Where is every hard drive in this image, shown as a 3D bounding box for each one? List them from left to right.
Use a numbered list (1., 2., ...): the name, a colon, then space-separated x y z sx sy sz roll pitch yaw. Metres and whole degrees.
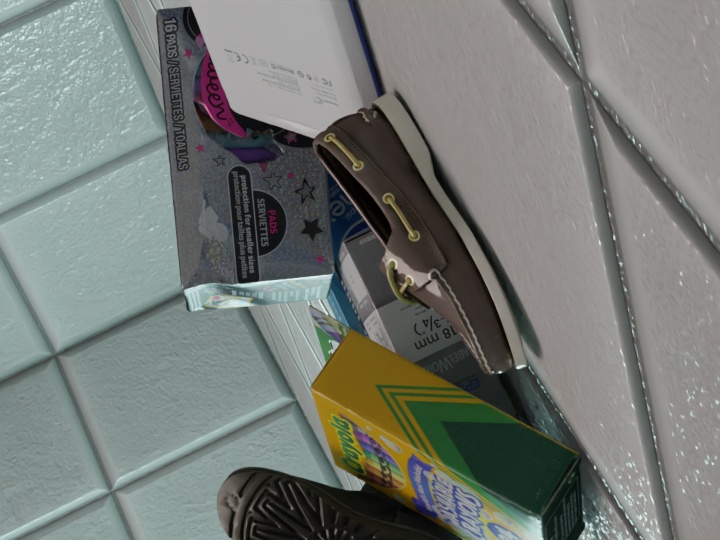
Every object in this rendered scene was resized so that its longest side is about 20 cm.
1. hard drive: -0.057 -0.167 1.286 0.131 0.025 0.201 20 147 33

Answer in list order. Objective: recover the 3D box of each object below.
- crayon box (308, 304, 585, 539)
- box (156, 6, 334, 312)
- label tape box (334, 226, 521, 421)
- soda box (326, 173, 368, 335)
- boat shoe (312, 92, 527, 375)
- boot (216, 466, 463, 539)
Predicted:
1. crayon box: 0.044 0.112 1.274 0.199 0.052 0.126 29 159 21
2. box: -0.081 -0.081 1.456 0.132 0.114 0.202 112 151 -81
3. label tape box: 0.052 0.066 1.398 0.144 0.063 0.201 115 130 -83
4. soda box: 0.000 0.000 1.570 0.201 0.064 0.068 64 173 4
5. boat shoe: 0.036 -0.016 1.221 0.201 0.059 0.072 62 173 24
6. boot: 0.007 0.156 1.392 0.181 0.073 0.200 24 -158 4
